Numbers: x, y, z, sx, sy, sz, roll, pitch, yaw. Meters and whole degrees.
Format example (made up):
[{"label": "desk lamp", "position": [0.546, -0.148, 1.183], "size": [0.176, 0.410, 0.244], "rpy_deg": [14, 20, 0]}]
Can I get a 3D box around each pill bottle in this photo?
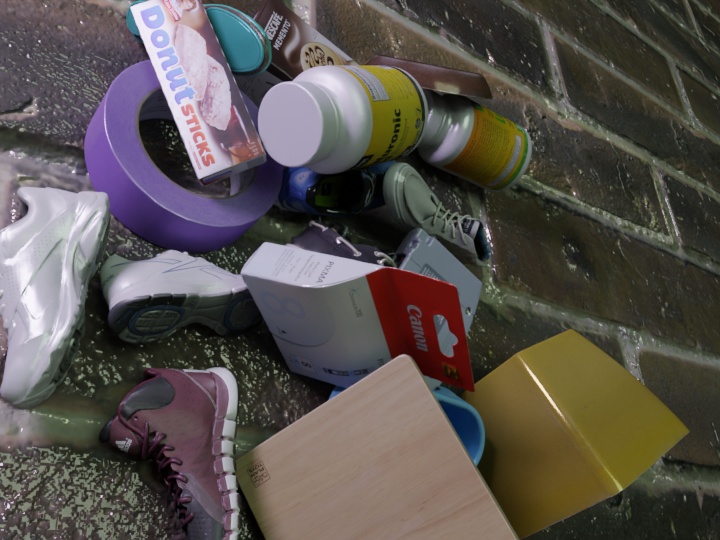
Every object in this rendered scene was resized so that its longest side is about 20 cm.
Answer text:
[{"label": "pill bottle", "position": [0.155, -0.201, 1.023], "size": [0.199, 0.111, 0.112], "rpy_deg": [17, 57, -34]}, {"label": "pill bottle", "position": [-0.017, -0.165, 0.731], "size": [0.200, 0.111, 0.112], "rpy_deg": [-24, 83, -54]}]

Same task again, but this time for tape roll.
[{"label": "tape roll", "position": [-0.184, -0.123, 0.720], "size": [0.199, 0.066, 0.201], "rpy_deg": [20, 56, -31]}]

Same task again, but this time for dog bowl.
[{"label": "dog bowl", "position": [0.056, 0.175, 0.738], "size": [0.199, 0.049, 0.112], "rpy_deg": [23, 81, -29]}]

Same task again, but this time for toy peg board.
[{"label": "toy peg board", "position": [0.019, 0.218, 0.637], "size": [0.200, 0.199, 0.098], "rpy_deg": [59, 6, 17]}]

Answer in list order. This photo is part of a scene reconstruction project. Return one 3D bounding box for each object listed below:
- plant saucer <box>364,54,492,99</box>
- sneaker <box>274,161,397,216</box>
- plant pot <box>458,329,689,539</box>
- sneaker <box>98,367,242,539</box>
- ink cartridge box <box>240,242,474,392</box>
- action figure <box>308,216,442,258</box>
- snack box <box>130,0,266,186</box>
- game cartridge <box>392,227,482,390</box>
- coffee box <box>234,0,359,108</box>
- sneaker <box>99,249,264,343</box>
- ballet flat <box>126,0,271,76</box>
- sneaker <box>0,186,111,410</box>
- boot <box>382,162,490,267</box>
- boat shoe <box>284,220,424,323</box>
[{"label": "plant saucer", "position": [0.098, -0.284, 0.981], "size": [0.199, 0.035, 0.200], "rpy_deg": [10, 19, -3]}, {"label": "sneaker", "position": [-0.007, -0.096, 0.827], "size": [0.199, 0.089, 0.079], "rpy_deg": [-14, 117, -39]}, {"label": "plant pot", "position": [0.234, 0.190, 0.826], "size": [0.199, 0.200, 0.177], "rpy_deg": [-11, 63, -43]}, {"label": "sneaker", "position": [-0.166, 0.172, 0.573], "size": [0.115, 0.076, 0.201], "rpy_deg": [15, 47, -29]}, {"label": "ink cartridge box", "position": [0.001, 0.059, 0.634], "size": [0.047, 0.199, 0.161], "rpy_deg": [-57, 147, -33]}, {"label": "action figure", "position": [0.004, 0.000, 0.813], "size": [0.199, 0.069, 0.131], "rpy_deg": [4, 70, -23]}, {"label": "snack box", "position": [-0.165, -0.189, 0.686], "size": [0.072, 0.024, 0.201], "rpy_deg": [-22, 80, -7]}, {"label": "game cartridge", "position": [0.060, 0.069, 0.784], "size": [0.133, 0.040, 0.201], "rpy_deg": [39, 73, -23]}, {"label": "coffee box", "position": [-0.070, -0.240, 0.873], "size": [0.199, 0.080, 0.114], "rpy_deg": [33, 50, -23]}, {"label": "sneaker", "position": [-0.159, 0.015, 0.662], "size": [0.199, 0.075, 0.087], "rpy_deg": [5, 39, -49]}, {"label": "ballet flat", "position": [-0.168, -0.263, 0.755], "size": [0.199, 0.068, 0.070], "rpy_deg": [21, 17, 21]}, {"label": "sneaker", "position": [-0.278, 0.016, 0.566], "size": [0.099, 0.078, 0.201], "rpy_deg": [12, 58, -16]}, {"label": "boot", "position": [0.107, -0.068, 0.861], "size": [0.200, 0.095, 0.074], "rpy_deg": [45, 60, -52]}, {"label": "boat shoe", "position": [0.000, 0.000, 0.692], "size": [0.060, 0.199, 0.074], "rpy_deg": [-51, 136, -17]}]
